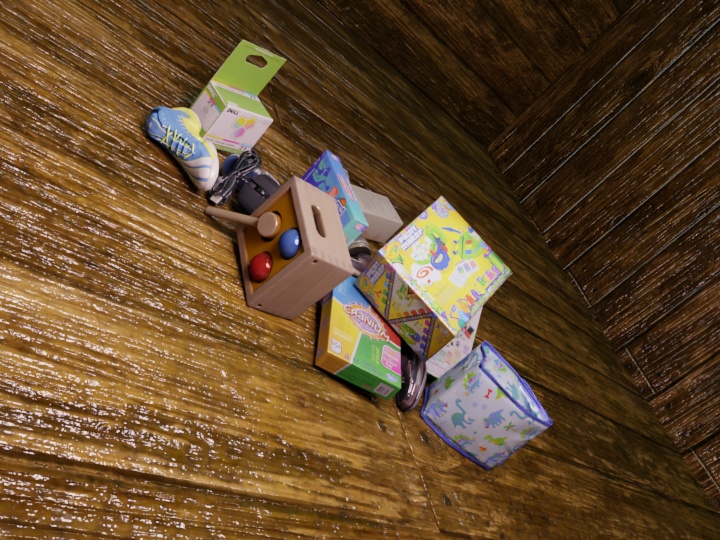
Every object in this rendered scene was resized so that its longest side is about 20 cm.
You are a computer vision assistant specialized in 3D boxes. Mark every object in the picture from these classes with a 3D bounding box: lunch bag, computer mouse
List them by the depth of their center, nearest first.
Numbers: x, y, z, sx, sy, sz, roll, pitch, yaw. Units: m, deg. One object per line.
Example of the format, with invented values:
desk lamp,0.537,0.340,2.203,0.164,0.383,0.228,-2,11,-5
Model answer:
computer mouse,-0.170,-0.113,1.220,0.201,0.052,0.139,49,58,-16
lunch bag,0.241,0.268,1.278,0.200,0.170,0.128,45,26,-6

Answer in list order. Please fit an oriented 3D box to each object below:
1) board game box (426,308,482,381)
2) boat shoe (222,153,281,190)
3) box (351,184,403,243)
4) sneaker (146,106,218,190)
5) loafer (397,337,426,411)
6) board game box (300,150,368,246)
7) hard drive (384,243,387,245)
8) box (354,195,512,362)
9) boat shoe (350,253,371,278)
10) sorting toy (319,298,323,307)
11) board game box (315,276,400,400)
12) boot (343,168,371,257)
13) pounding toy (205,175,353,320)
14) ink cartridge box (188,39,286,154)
board game box,0.181,0.126,1.381,0.152,0.040,0.205,32,70,-44
boat shoe,-0.179,-0.153,1.303,0.200,0.072,0.073,48,15,-12
box,0.010,-0.136,1.609,0.198,0.078,0.096,12,42,-55
sneaker,-0.319,-0.216,1.167,0.103,0.077,0.202,7,38,-40
loafer,0.088,0.164,1.257,0.062,0.072,0.204,31,50,-18
board game box,-0.075,-0.114,1.327,0.044,0.152,0.203,22,33,-43
hard drive,0.104,-0.007,1.493,0.131,0.027,0.200,42,2,-2
box,0.131,0.012,1.201,0.193,0.122,0.199,47,54,6
boat shoe,0.000,0.000,1.294,0.197,0.071,0.067,29,64,-35
sorting toy,0.022,0.110,1.300,0.187,0.036,0.198,56,24,16
board game box,0.000,0.108,1.176,0.151,0.040,0.203,29,37,-22
boot,-0.028,-0.117,1.378,0.182,0.070,0.207,123,-38,-77
pounding toy,-0.139,-0.051,1.106,0.141,0.183,0.204,23,41,-45
ink cartridge box,-0.232,-0.336,1.324,0.077,0.200,0.147,54,24,19
